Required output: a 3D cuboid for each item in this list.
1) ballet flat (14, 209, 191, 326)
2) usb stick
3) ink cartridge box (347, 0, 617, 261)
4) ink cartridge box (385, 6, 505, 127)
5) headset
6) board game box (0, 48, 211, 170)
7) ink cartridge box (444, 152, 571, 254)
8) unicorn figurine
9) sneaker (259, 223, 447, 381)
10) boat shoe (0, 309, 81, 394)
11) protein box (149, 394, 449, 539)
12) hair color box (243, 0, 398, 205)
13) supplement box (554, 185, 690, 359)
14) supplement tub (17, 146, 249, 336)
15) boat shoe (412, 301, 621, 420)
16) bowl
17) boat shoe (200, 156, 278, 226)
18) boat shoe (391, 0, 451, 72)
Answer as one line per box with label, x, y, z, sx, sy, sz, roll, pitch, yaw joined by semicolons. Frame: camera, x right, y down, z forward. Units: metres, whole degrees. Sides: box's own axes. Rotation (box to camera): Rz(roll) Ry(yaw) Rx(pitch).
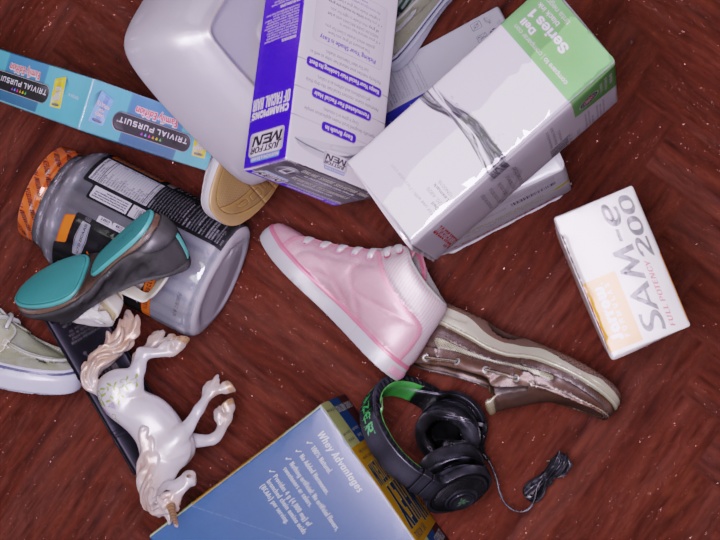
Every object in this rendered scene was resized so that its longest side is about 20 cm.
ballet flat;-0.227;0.013;1.265;0.199;0.068;0.068;-23;124;37
usb stick;-0.236;0.107;1.359;0.055;0.033;0.201;-29;108;-9
ink cartridge box;0.097;-0.107;1.089;0.200;0.146;0.085;-41;80;5
ink cartridge box;0.062;-0.159;1.328;0.198;0.039;0.100;-26;52;7
headset;0.094;0.160;1.304;0.199;0.124;0.094;30;123;-21
board game box;-0.249;-0.150;1.298;0.199;0.150;0.047;21;94;42
ink cartridge box;0.104;-0.084;1.262;0.144;0.200;0.084;-26;83;7
unicorn figurine;-0.181;0.139;1.305;0.199;0.074;0.137;38;66;23
sneaker;0.000;0.000;1.325;0.200;0.075;0.105;44;97;25
boat shoe;-0.361;0.068;1.385;0.198;0.072;0.063;15;103;11
protein box;-0.046;0.257;1.312;0.199;0.135;0.199;-37;84;7
hair color box;-0.032;-0.169;1.224;0.064;0.109;0.202;-10;68;45
supplement box;0.225;0.003;1.242;0.073;0.200;0.127;-23;87;7
supplement tub;-0.216;-0.032;1.349;0.198;0.123;0.124;26;93;9
boat shoe;0.138;0.102;1.316;0.201;0.075;0.075;23;77;19
bowl;-0.090;-0.204;1.269;0.200;0.074;0.201;47;54;-27
boat shoe;-0.108;-0.126;1.338;0.069;0.071;0.201;-4;53;41
boat shoe;0.061;-0.279;1.325;0.071;0.062;0.201;25;82;18
